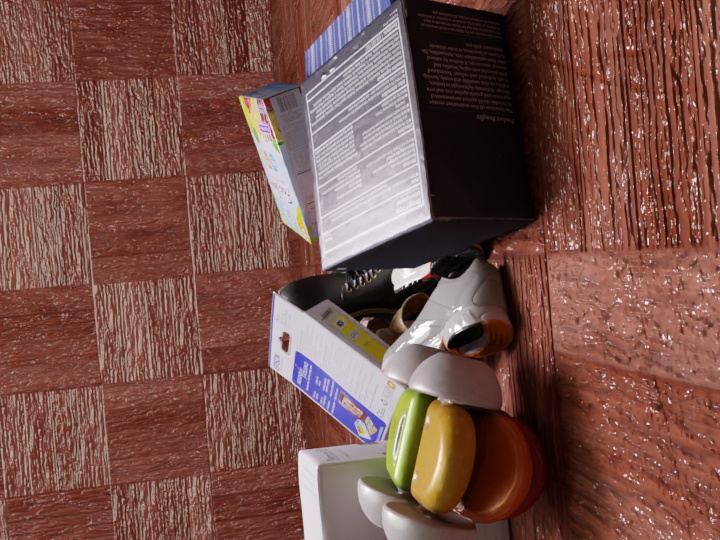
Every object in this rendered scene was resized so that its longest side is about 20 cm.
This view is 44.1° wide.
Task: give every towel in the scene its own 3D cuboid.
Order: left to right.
[{"bbox_3d":[-0.010,-0.303,1.207,0.200,0.024,0.146,-37,46,41],"label":"towel"}]

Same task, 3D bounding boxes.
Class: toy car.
[{"bbox_3d":[0.091,0.167,0.813,0.200,0.149,0.177,-179,101,-76],"label":"toy car"}]

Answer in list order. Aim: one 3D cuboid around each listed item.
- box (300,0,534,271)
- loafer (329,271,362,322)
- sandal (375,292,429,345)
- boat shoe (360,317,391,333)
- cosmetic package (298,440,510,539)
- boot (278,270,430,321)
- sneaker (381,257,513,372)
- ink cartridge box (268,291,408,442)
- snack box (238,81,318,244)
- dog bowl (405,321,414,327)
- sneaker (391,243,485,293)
[{"bbox_3d":[0.046,-0.116,0.843,0.200,0.122,0.200,-22,71,57],"label":"box"},{"bbox_3d":[-0.009,0.016,1.255,0.201,0.072,0.073,-69,22,7],"label":"loafer"},{"bbox_3d":[0.078,0.063,1.065,0.212,0.077,0.070,-156,66,-70],"label":"sandal"},{"bbox_3d":[0.056,0.150,1.184,0.201,0.075,0.072,67,163,-8],"label":"boat shoe"},{"bbox_3d":[0.043,0.275,0.973,0.165,0.198,0.167,149,116,-77],"label":"cosmetic package"},{"bbox_3d":[0.000,0.000,1.109,0.139,0.198,0.078,105,156,-52],"label":"boot"},{"bbox_3d":[0.090,0.055,0.925,0.200,0.075,0.093,-36,42,50],"label":"sneaker"},{"bbox_3d":[-0.027,0.123,1.124,0.200,0.047,0.198,38,150,16],"label":"ink cartridge box"},{"bbox_3d":[-0.092,-0.152,1.222,0.201,0.067,0.169,70,168,-17],"label":"snack box"},{"bbox_3d":[0.039,0.108,1.338,0.200,0.058,0.202,176,90,-80],"label":"dog bowl"},{"bbox_3d":[0.083,-0.034,0.994,0.200,0.070,0.094,132,135,-70],"label":"sneaker"}]
